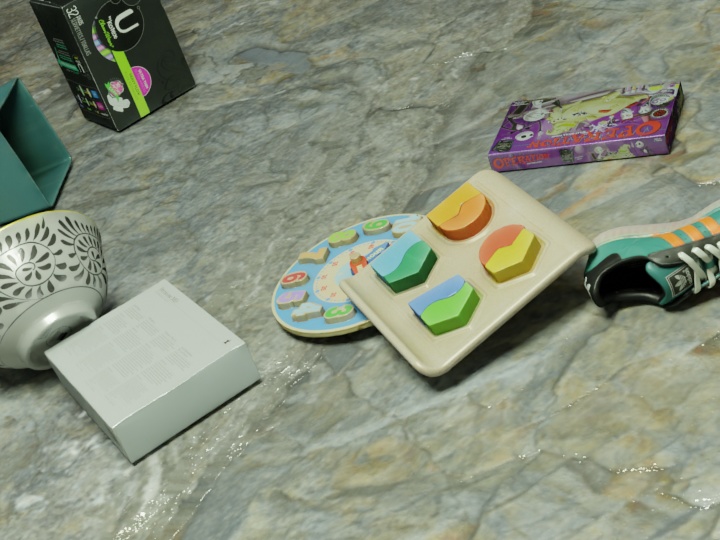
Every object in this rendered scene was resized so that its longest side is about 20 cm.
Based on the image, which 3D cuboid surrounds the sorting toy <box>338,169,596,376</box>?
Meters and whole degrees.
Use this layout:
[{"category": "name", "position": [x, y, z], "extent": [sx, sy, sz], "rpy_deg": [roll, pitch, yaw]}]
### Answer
[{"category": "sorting toy", "position": [0.093, -0.008, 1.240], "extent": [0.200, 0.037, 0.185], "rpy_deg": [-36, 37, -7]}]

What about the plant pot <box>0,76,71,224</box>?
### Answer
[{"category": "plant pot", "position": [-0.527, -0.140, 1.813], "extent": [0.199, 0.142, 0.142], "rpy_deg": [-21, 29, 15]}]

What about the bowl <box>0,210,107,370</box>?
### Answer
[{"category": "bowl", "position": [-0.337, 0.041, 1.401], "extent": [0.200, 0.201, 0.094], "rpy_deg": [-33, 65, -20]}]

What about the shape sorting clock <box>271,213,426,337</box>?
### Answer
[{"category": "shape sorting clock", "position": [0.000, 0.000, 1.358], "extent": [0.199, 0.039, 0.200], "rpy_deg": [-15, 31, 9]}]

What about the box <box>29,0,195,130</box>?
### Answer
[{"category": "box", "position": [-0.362, -0.332, 1.948], "extent": [0.148, 0.201, 0.124], "rpy_deg": [-36, 32, -23]}]

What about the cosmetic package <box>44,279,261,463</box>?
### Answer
[{"category": "cosmetic package", "position": [-0.211, 0.094, 1.327], "extent": [0.150, 0.052, 0.200], "rpy_deg": [-34, 32, -17]}]

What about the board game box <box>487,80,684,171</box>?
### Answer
[{"category": "board game box", "position": [0.250, -0.159, 1.471], "extent": [0.199, 0.032, 0.120], "rpy_deg": [-5, 38, 26]}]

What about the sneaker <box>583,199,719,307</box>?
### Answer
[{"category": "sneaker", "position": [0.293, -0.007, 1.166], "extent": [0.199, 0.072, 0.080], "rpy_deg": [-15, 31, 26]}]
